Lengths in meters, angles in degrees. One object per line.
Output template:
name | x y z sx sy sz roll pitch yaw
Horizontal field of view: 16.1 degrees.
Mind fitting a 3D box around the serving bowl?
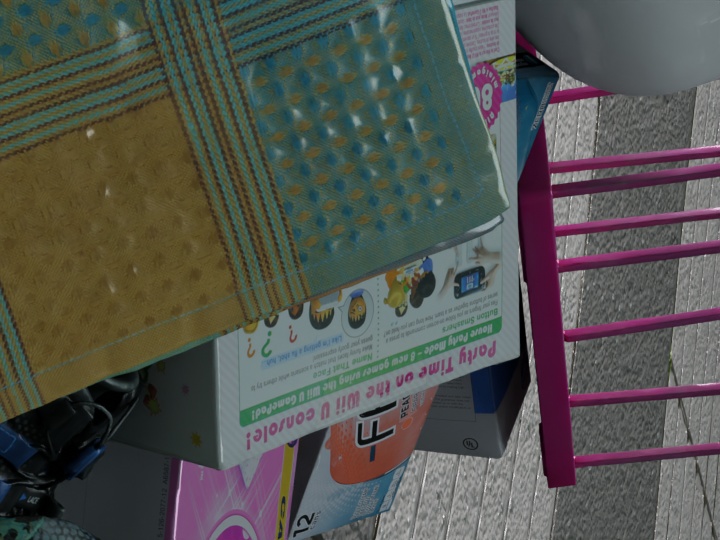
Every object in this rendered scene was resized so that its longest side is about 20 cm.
serving bowl | 0.056 -0.143 0.887 0.201 0.066 0.200 62 -2 4

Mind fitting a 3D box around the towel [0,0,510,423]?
towel | -0.063 -0.045 0.683 0.022 0.199 0.148 29 -42 62

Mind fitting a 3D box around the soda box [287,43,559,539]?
soda box | 0.000 0.000 0.944 0.063 0.068 0.201 -13 131 -46

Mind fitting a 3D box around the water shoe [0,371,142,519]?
water shoe | -0.104 0.044 0.727 0.071 0.078 0.202 -33 125 -69

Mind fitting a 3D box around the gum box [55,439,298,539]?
gum box | -0.075 0.124 0.863 0.113 0.066 0.202 18 77 -71

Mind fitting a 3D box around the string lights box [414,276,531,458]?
string lights box | 0.008 -0.021 1.048 0.059 0.102 0.201 -63 152 -50

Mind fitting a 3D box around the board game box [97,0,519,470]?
board game box | -0.017 -0.057 0.779 0.147 0.064 0.202 -17 111 -47

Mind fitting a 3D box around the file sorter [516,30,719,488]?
file sorter | 0.125 -0.028 1.042 0.201 0.124 0.140 79 6 -52

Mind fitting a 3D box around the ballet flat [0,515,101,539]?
ballet flat | -0.051 0.128 0.747 0.200 0.074 0.075 28 66 -53
